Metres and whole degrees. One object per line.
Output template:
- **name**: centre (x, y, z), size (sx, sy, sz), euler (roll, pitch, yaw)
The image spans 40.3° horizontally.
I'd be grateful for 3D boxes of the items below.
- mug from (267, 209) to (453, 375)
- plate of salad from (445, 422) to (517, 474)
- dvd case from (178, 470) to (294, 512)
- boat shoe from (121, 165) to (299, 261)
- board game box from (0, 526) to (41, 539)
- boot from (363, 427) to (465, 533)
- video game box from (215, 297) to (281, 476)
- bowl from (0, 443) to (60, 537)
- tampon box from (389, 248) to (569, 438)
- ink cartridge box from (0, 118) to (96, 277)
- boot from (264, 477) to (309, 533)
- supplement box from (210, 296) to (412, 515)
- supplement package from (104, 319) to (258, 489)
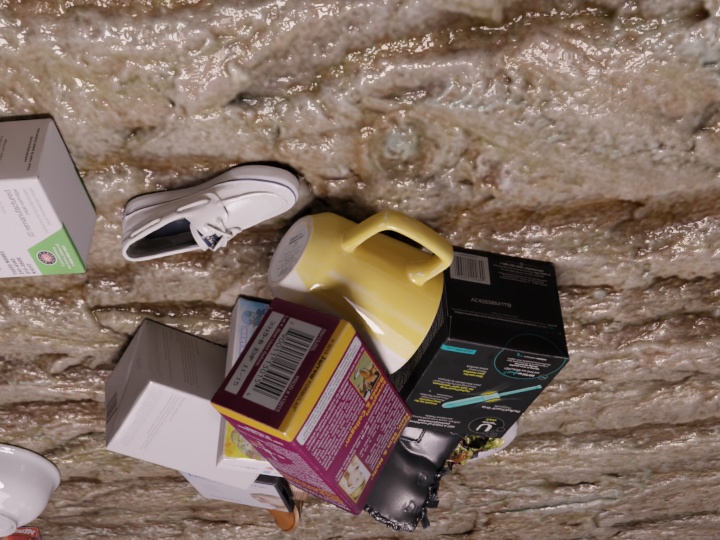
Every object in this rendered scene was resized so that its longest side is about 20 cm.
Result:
- **mug**: centre (-0.005, 0.000, 1.046), size (0.152, 0.150, 0.187), euler (30, 106, -23)
- **plate of salad**: centre (0.130, 0.243, 1.422), size (0.197, 0.049, 0.201), euler (-1, 142, -1)
- **dvd case**: centre (-0.171, 0.303, 1.376), size (0.141, 0.018, 0.200), euler (9, 156, 7)
- **boat shoe**: centre (-0.155, -0.050, 1.014), size (0.198, 0.066, 0.074), euler (-15, 141, 18)
- **board game box**: centre (-0.624, 0.511, 1.776), size (0.101, 0.020, 0.201), euler (3, 142, -7)
- **boot**: centre (0.030, 0.223, 1.252), size (0.197, 0.164, 0.073), euler (29, -178, 10)
- **video game box**: centre (-0.071, 0.145, 1.160), size (0.180, 0.202, 0.047), euler (14, 148, -18)
- **bowl**: centre (-0.568, 0.349, 1.507), size (0.198, 0.091, 0.202), euler (-1, 143, -1)
- **tampon box**: centre (0.131, 0.091, 1.156), size (0.148, 0.127, 0.201), euler (10, 142, -13)
- **ink cartridge box**: centre (-0.383, -0.065, 0.972), size (0.197, 0.085, 0.146), euler (-4, 143, 4)
- **boot**: centre (-0.162, 0.346, 1.531), size (0.153, 0.078, 0.201), euler (11, 152, -4)
- **supplement box**: centre (-0.043, 0.142, 1.010), size (0.102, 0.132, 0.201), euler (15, 152, 33)
- **supplement package**: centre (-0.205, 0.171, 1.232), size (0.198, 0.122, 0.120), euler (24, 116, -28)
